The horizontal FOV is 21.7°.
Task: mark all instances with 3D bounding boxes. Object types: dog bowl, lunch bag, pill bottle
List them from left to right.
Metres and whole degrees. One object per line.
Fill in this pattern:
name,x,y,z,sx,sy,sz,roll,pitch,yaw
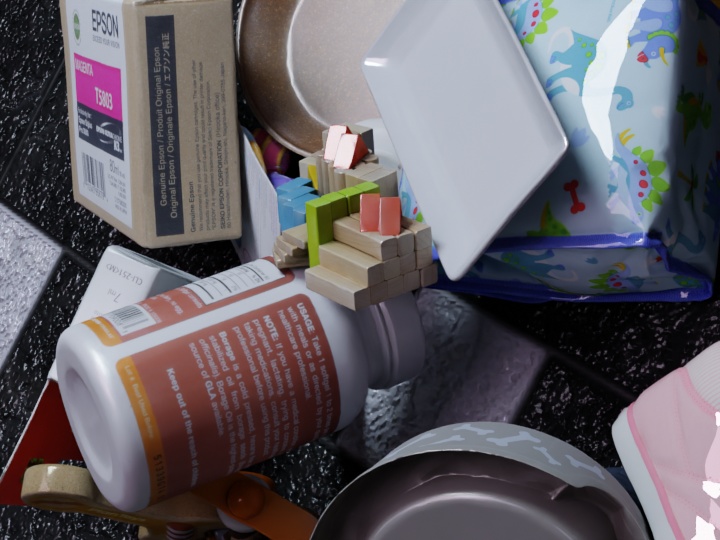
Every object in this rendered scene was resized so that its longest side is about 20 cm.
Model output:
pill bottle,-0.067,0.056,1.097,0.112,0.198,0.113,49,150,43
dog bowl,0.070,0.171,1.002,0.199,0.201,0.059,-32,10,28
lunch bag,0.111,-0.073,1.101,0.198,0.127,0.172,-1,71,32

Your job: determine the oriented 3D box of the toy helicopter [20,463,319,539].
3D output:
toy helicopter,-0.111,0.148,1.153,0.132,0.199,0.080,-22,58,52

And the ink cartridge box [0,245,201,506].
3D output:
ink cartridge box,-0.145,0.083,1.219,0.043,0.200,0.175,24,89,18

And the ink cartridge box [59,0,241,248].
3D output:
ink cartridge box,-0.149,-0.115,1.310,0.200,0.074,0.167,-154,59,-65

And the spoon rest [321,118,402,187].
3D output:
spoon rest,0.000,0.000,1.209,0.098,0.061,0.202,14,82,11

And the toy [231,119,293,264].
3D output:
toy,-0.073,-0.067,1.305,0.200,0.047,0.116,-123,26,-43

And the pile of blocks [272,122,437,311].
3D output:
pile of blocks,-0.016,-0.045,1.091,0.200,0.081,0.063,-122,26,-65

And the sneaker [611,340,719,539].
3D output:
sneaker,0.207,0.119,0.962,0.105,0.075,0.201,-46,43,24

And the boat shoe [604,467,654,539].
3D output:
boat shoe,0.080,0.149,1.071,0.199,0.068,0.085,-32,52,29

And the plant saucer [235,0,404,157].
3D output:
plant saucer,0.009,-0.165,1.273,0.199,0.037,0.203,-7,73,24

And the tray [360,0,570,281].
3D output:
tray,0.060,-0.094,1.064,0.108,0.022,0.201,-50,39,27

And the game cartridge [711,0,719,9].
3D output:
game cartridge,0.173,-0.203,1.049,0.175,0.199,0.033,11,77,45
